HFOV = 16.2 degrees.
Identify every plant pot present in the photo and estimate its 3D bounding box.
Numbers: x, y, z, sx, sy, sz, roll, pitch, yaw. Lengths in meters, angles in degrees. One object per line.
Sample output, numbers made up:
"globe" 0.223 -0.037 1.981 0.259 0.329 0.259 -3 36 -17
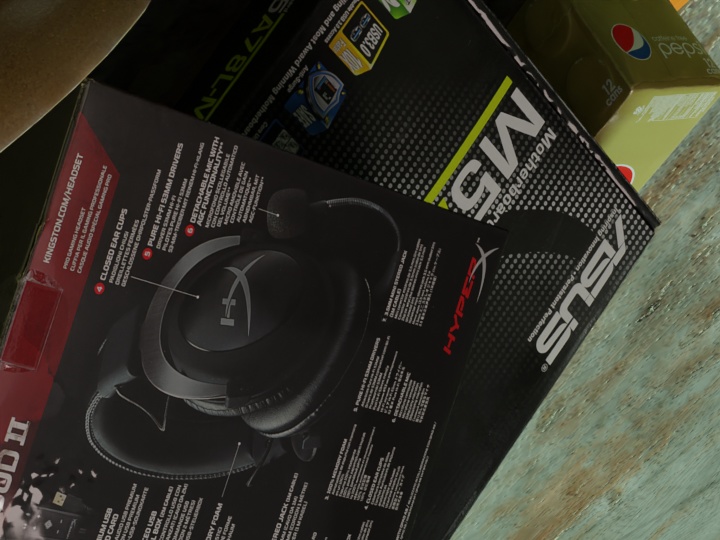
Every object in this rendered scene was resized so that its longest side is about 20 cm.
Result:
"plant pot" -0.145 -0.044 0.713 0.200 0.200 0.028 -36 109 -4

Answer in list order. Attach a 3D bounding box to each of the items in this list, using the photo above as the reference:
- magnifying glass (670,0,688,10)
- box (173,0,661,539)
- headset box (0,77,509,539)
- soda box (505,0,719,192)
"magnifying glass" 0.094 -0.146 1.008 0.080 0.022 0.200 -42 151 9
"box" 0.000 0.000 0.920 0.193 0.047 0.200 47 71 -34
"headset box" -0.065 0.026 0.796 0.199 0.077 0.150 17 90 -39
"soda box" 0.064 -0.036 1.067 0.064 0.068 0.200 -6 145 -43
